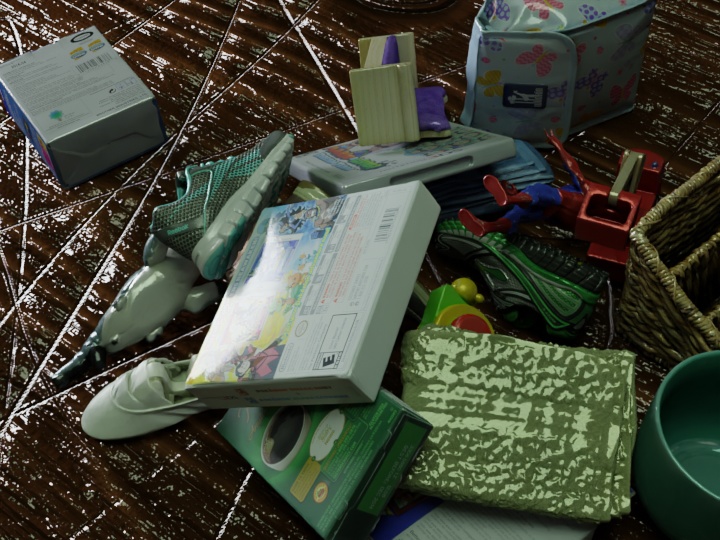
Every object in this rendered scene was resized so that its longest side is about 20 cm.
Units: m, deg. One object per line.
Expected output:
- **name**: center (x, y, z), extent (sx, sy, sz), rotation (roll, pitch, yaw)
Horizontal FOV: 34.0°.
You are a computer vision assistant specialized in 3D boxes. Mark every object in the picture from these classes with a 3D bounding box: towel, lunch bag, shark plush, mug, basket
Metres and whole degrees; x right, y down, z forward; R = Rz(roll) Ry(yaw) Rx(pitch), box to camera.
- **towel**: center (0.092, -0.093, 1.235), extent (0.200, 0.049, 0.112), rotation (-14, 31, -7)
- **lunch bag**: center (0.207, -0.228, 1.280), extent (0.200, 0.170, 0.127), rotation (-21, 53, -17)
- **shark plush**: center (-0.212, 0.046, 1.149), extent (0.200, 0.091, 0.083), rotation (-57, 19, -13)
- **mug**: center (0.307, 0.169, 0.948), extent (0.152, 0.114, 0.185), rotation (-20, 55, -21)
- **basket**: center (0.351, -0.004, 1.081), extent (0.200, 0.149, 0.143), rotation (-34, 54, -24)
- **towel**: center (0.126, 0.125, 0.965), extent (0.200, 0.036, 0.149), rotation (7, 73, 3)

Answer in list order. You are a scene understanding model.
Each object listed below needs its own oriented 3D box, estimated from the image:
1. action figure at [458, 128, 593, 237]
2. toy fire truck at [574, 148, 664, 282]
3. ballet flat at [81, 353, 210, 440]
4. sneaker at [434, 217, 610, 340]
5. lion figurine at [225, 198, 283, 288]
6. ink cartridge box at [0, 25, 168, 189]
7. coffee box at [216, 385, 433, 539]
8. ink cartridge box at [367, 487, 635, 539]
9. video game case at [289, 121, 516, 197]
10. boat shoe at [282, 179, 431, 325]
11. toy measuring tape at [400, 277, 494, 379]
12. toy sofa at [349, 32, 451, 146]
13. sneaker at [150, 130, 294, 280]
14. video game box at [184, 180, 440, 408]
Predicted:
- **action figure**: center (0.160, -0.083, 1.139), extent (0.200, 0.065, 0.099), rotation (-2, 48, -48)
- **toy fire truck**: center (0.256, -0.067, 1.148), extent (0.049, 0.141, 0.200), rotation (16, 51, 18)
- **ballet flat**: center (-0.163, 0.102, 1.085), extent (0.200, 0.069, 0.069), rotation (-12, 48, -5)
- **sneaker**: center (0.140, 0.004, 1.139), extent (0.078, 0.085, 0.200), rotation (13, 12, -44)
- **lion figurine**: center (-0.118, -0.037, 1.214), extent (0.122, 0.073, 0.200), rotation (-38, 41, -15)
- **ink cartridge box**: center (-0.331, -0.200, 1.361), extent (0.136, 0.076, 0.200), rotation (-28, 53, -20)
- **coffee box**: center (-0.035, 0.131, 0.985), extent (0.200, 0.044, 0.123), rotation (30, 89, 52)
- **ink cartridge box**: center (0.091, 0.192, 0.999), extent (0.200, 0.047, 0.198), rotation (-30, 50, -24)
- **video game case**: center (0.036, -0.116, 1.211), extent (0.182, 0.024, 0.200), rotation (-17, 18, -15)
- **boat shoe**: center (0.000, 0.000, 1.140), extent (0.201, 0.072, 0.066), rotation (43, 89, 2)
- **toy measuring tape**: center (0.073, 0.098, 1.029), extent (0.073, 0.074, 0.200), rotation (12, 64, 15)
- **toy sofa**: center (0.044, -0.201, 1.272), extent (0.097, 0.083, 0.200), rotation (-6, 20, 5)
- **sneaker**: center (-0.131, -0.082, 1.132), extent (0.091, 0.078, 0.200), rotation (26, 44, 6)
- **video game box**: center (-0.040, 0.023, 1.005), extent (0.182, 0.047, 0.200), rotation (-5, 50, 36)
